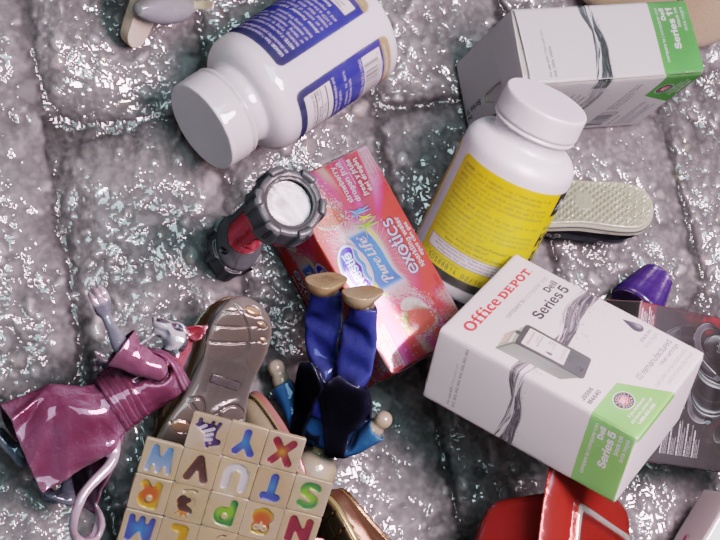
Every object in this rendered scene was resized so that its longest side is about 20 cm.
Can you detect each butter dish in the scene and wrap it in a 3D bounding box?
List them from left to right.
[{"bbox_3d":[0.151,0.287,1.572,0.200,0.147,0.201,37,56,-54],"label":"butter dish"}]

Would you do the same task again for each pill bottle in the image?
[{"bbox_3d":[-0.074,-0.185,1.620,0.200,0.120,0.120,-36,90,-26],"label":"pill bottle"},{"bbox_3d":[0.132,-0.074,1.616,0.111,0.201,0.111,20,27,-10],"label":"pill bottle"}]

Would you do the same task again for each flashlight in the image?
[{"bbox_3d":[-0.091,-0.035,1.527,0.068,0.200,0.068,-28,87,-25],"label":"flashlight"}]

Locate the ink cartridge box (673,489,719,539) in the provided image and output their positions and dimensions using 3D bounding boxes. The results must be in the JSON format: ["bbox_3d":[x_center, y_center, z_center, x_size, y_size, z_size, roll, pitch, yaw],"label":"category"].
[{"bbox_3d":[0.357,0.292,1.661,0.115,0.068,0.200,36,80,-9],"label":"ink cartridge box"}]

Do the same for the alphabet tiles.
[{"bbox_3d":[-0.121,0.222,1.485,0.166,0.006,0.201,15,105,-10],"label":"alphabet tiles"}]

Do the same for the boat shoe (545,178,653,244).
[{"bbox_3d":[0.190,-0.064,1.722,0.199,0.062,0.075,9,70,-3],"label":"boat shoe"}]

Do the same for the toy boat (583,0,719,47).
[{"bbox_3d":[0.323,-0.327,1.826,0.199,0.131,0.131,23,40,-14],"label":"toy boat"}]

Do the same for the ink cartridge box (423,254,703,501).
[{"bbox_3d":[0.178,0.091,1.528,0.199,0.084,0.145,28,42,19],"label":"ink cartridge box"}]

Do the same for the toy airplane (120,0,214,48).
[{"bbox_3d":[-0.159,-0.320,1.580,0.141,0.200,0.200,28,68,1],"label":"toy airplane"}]

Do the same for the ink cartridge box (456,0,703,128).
[{"bbox_3d":[0.214,-0.200,1.720,0.199,0.147,0.084,-6,76,-23],"label":"ink cartridge box"}]

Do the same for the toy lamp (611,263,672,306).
[{"bbox_3d":[0.243,0.074,1.705,0.058,0.058,0.200,42,64,-5],"label":"toy lamp"}]

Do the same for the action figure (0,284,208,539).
[{"bbox_3d":[-0.206,0.111,1.465,0.200,0.134,0.149,-35,68,-6],"label":"action figure"}]

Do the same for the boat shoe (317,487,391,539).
[{"bbox_3d":[0.026,0.278,1.562,0.067,0.072,0.201,-35,96,-30],"label":"boat shoe"}]

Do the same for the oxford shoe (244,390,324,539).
[{"bbox_3d":[-0.084,0.208,1.537,0.074,0.070,0.201,-15,80,-18],"label":"oxford shoe"}]

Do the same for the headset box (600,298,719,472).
[{"bbox_3d":[0.291,0.112,1.661,0.199,0.077,0.150,12,84,-35],"label":"headset box"}]

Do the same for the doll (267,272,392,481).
[{"bbox_3d":[-0.030,0.105,1.554,0.048,0.136,0.201,-20,123,-54],"label":"doll"}]

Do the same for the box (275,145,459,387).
[{"bbox_3d":[0.000,0.000,1.609,0.095,0.100,0.201,-28,87,-25],"label":"box"}]

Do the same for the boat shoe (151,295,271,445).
[{"bbox_3d":[-0.141,0.116,1.540,0.076,0.072,0.201,27,87,-26],"label":"boat shoe"}]
